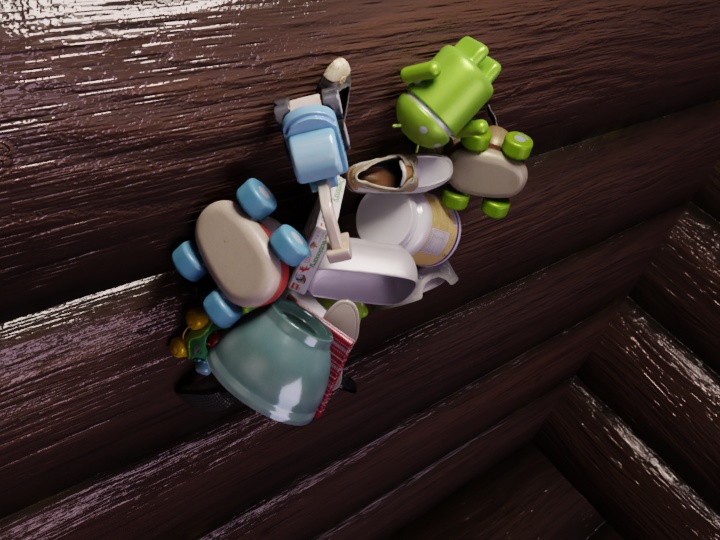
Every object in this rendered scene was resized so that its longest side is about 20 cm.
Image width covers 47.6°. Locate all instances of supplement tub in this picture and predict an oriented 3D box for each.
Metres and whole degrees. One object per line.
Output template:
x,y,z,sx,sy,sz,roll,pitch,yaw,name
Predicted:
0.094,-0.088,1.582,0.146,0.145,0.199,-53,151,16,supplement tub

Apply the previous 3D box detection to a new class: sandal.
0.150,-0.232,1.566,0.200,0.054,0.081,-25,138,-61,sandal

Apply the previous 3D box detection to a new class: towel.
-0.097,0.151,1.409,0.022,0.144,0.201,-40,160,-50,towel

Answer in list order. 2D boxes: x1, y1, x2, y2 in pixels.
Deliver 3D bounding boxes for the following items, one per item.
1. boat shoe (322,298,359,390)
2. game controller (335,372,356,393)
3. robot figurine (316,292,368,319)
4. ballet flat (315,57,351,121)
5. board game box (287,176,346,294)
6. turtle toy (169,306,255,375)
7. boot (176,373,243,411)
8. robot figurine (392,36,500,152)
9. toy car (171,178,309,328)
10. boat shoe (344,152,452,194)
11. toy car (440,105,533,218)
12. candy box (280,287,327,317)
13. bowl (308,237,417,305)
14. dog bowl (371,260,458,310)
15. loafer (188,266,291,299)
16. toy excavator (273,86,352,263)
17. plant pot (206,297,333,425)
-0.045,0.119,1.429,0.072,0.063,0.202,11,125,-4,boat shoe
-0.098,0.197,1.660,0.042,0.198,0.104,-58,153,-11,game controller
-0.058,0.100,1.660,0.175,0.115,0.202,-42,156,-45,robot figurine
-0.038,-0.244,1.284,0.066,0.057,0.201,-28,148,-30,ballet flat
-0.072,-0.066,1.375,0.201,0.034,0.127,-82,-163,-58,board game box
-0.234,0.111,1.434,0.145,0.101,0.201,-10,145,-48,turtle toy
-0.252,0.191,1.549,0.198,0.132,0.068,-12,138,34,boot
0.142,-0.294,1.381,0.200,0.116,0.175,-46,130,6,robot figurine
-0.160,-0.027,1.314,0.184,0.178,0.200,-41,167,17,toy car
0.074,-0.168,1.439,0.197,0.076,0.068,-11,-175,-10,boat shoe
0.238,-0.231,1.579,0.156,0.201,0.166,11,130,-5,toy car
-0.126,0.113,1.527,0.071,0.168,0.201,-31,149,-26,candy box
0.000,0.000,1.488,0.197,0.076,0.200,7,161,-8,bowl
0.107,0.022,1.737,0.198,0.059,0.200,-19,-173,2,dog bowl
-0.205,0.004,1.399,0.199,0.068,0.071,-13,109,-38,loafer
-0.059,-0.138,1.211,0.098,0.202,0.195,-10,142,5,toy excavator
-0.124,0.129,1.297,0.135,0.200,0.200,-56,151,11,plant pot
